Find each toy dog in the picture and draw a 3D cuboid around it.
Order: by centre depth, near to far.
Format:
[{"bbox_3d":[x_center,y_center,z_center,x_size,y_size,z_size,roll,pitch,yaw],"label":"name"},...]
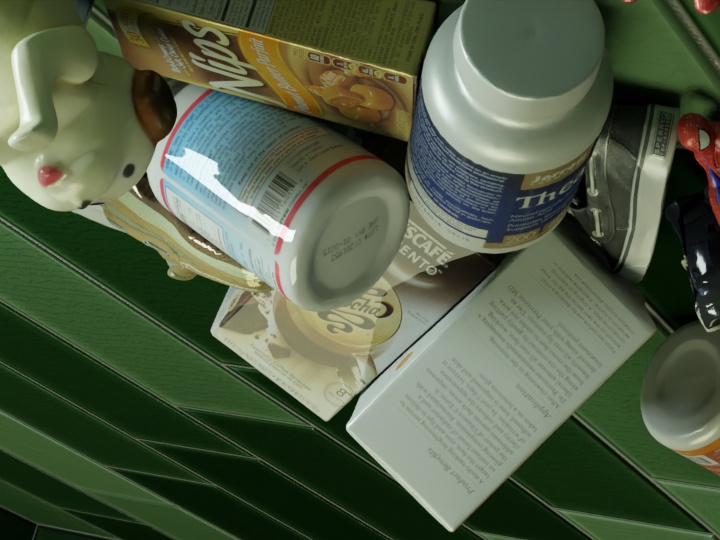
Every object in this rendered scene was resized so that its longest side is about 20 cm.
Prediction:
[{"bbox_3d":[-0.208,-0.118,1.230,0.139,0.194,0.200,-35,111,19],"label":"toy dog"}]

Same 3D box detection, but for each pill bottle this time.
[{"bbox_3d":[0.088,-0.095,1.215,0.110,0.112,0.200,16,159,2],"label":"pill bottle"},{"bbox_3d":[-0.070,-0.065,1.371,0.200,0.109,0.109,36,176,32],"label":"pill bottle"},{"bbox_3d":[0.333,0.125,1.707,0.199,0.113,0.112,28,160,-36],"label":"pill bottle"}]

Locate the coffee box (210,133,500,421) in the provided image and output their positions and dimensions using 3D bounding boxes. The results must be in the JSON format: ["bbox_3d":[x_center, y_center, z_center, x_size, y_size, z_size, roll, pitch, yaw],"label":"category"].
[{"bbox_3d":[0.000,0.000,1.471,0.113,0.080,0.200,37,125,-12],"label":"coffee box"}]

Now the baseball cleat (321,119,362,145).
[{"bbox_3d":[-0.086,-0.092,1.482,0.106,0.070,0.200,31,155,-24],"label":"baseball cleat"}]

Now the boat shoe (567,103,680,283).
[{"bbox_3d":[0.167,-0.052,1.358,0.067,0.072,0.200,12,161,8],"label":"boat shoe"}]

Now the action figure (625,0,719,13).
[{"bbox_3d":[0.131,-0.161,0.974,0.065,0.100,0.200,9,160,19],"label":"action figure"}]

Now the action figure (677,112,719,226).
[{"bbox_3d":[0.268,-0.030,1.293,0.199,0.100,0.065,29,150,-28],"label":"action figure"}]

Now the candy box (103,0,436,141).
[{"bbox_3d":[-0.054,-0.147,1.291,0.198,0.056,0.116,15,164,6],"label":"candy box"}]

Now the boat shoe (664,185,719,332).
[{"bbox_3d":[0.267,-0.018,1.398,0.074,0.093,0.200,-23,173,24],"label":"boat shoe"}]

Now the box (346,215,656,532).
[{"bbox_3d":[0.099,0.063,1.461,0.106,0.200,0.152,44,-170,-3],"label":"box"}]

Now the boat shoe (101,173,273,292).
[{"bbox_3d":[-0.118,-0.026,1.472,0.200,0.071,0.077,35,135,40],"label":"boat shoe"}]

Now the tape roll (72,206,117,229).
[{"bbox_3d":[-0.181,-0.072,1.697,0.201,0.037,0.203,15,164,4],"label":"tape roll"}]

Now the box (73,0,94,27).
[{"bbox_3d":[-0.259,-0.175,1.304,0.035,0.111,0.200,3,160,39],"label":"box"}]
